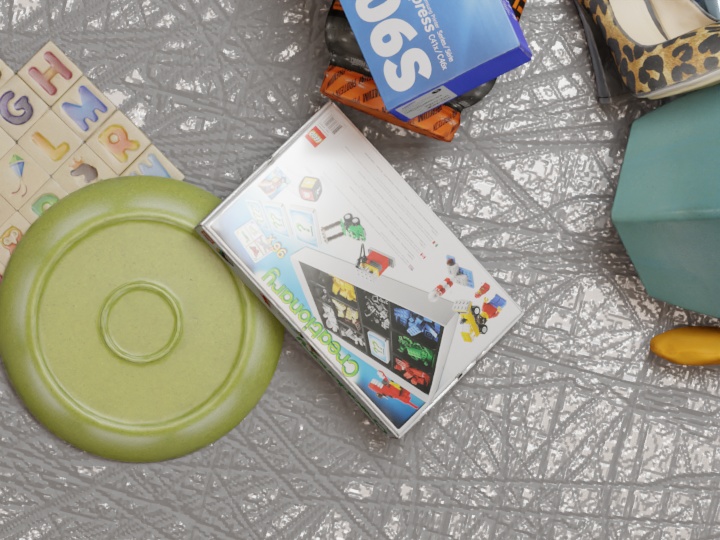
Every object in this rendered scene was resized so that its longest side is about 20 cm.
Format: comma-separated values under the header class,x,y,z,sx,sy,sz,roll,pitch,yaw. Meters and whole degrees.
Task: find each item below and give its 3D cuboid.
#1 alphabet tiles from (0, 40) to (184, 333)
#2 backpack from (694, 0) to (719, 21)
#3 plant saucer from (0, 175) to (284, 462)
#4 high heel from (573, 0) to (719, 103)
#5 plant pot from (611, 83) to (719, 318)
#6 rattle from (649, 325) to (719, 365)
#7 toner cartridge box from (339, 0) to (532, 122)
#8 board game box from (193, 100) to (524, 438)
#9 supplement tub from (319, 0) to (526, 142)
class,x,y,z,sx,sy,sz,roll,pitch,yaw
alphabet tiles,-0.226,-0.053,1.464,0.166,0.006,0.200,-45,93,0
backpack,0.303,-0.246,1.412,0.183,0.147,0.200,-15,90,-4
plant saucer,-0.151,0.035,1.454,0.200,0.031,0.200,0,93,-5
high heel,0.192,-0.186,1.385,0.071,0.200,0.143,-15,96,-22
plant pot,0.277,-0.049,1.390,0.200,0.141,0.141,-3,50,28
rattle,0.306,0.122,1.466,0.143,0.130,0.200,-22,120,9
toner cartridge box,0.025,-0.205,1.336,0.095,0.043,0.200,-26,78,11
board game box,0.000,0.000,1.445,0.126,0.035,0.200,-44,97,-12
supplement tub,0.052,-0.195,1.413,0.122,0.123,0.200,21,92,-3
